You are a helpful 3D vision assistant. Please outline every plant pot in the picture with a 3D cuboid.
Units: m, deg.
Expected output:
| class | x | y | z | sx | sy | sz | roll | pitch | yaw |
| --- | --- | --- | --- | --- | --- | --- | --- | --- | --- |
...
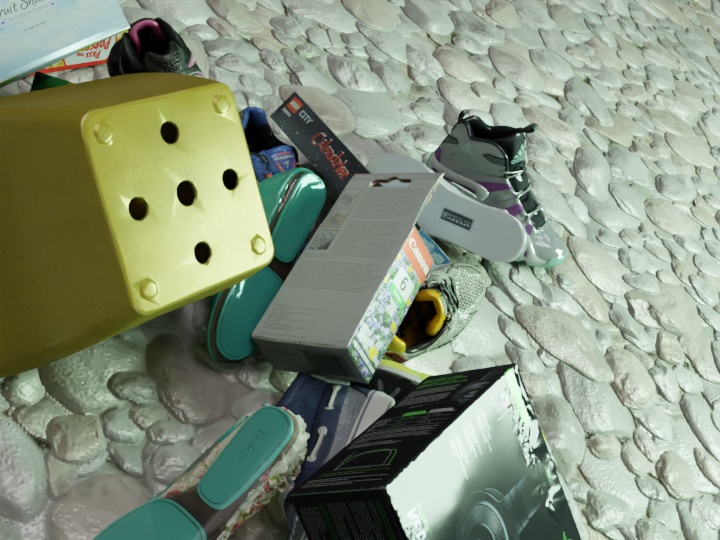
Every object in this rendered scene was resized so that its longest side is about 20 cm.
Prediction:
| class | x | y | z | sx | sy | sz | roll | pitch | yaw |
| --- | --- | --- | --- | --- | --- | --- | --- | --- | --- |
| plant pot | -0.181 | -0.048 | 0.728 | 0.199 | 0.175 | 0.203 | -24 | 103 | -46 |

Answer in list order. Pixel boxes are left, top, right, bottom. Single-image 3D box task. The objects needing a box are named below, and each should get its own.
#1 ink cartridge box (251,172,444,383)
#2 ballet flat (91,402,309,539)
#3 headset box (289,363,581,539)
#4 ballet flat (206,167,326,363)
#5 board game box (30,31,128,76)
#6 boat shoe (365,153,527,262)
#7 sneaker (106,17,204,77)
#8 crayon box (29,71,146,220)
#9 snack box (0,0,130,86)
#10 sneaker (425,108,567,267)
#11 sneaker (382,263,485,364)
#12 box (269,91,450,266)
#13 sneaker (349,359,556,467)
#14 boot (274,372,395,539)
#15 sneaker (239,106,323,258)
| class | x | y | z | sx | sy | sz | roll | pitch | yaw |
| --- | --- | --- | --- | --- | --- | --- | --- | --- | --- |
| ink cartridge box | 0.000 | 0.000 | 0.864 | 0.201 | 0.108 | 0.051 | -59 | 134 | -31 |
| ballet flat | -0.111 | 0.175 | 0.684 | 0.199 | 0.064 | 0.075 | -37 | 54 | -21 |
| headset box | 0.069 | 0.187 | 0.721 | 0.199 | 0.092 | 0.176 | -31 | 102 | -48 |
| ballet flat | -0.095 | -0.004 | 0.886 | 0.067 | 0.070 | 0.202 | 42 | 61 | -36 |
| board game box | -0.361 | -0.268 | 1.015 | 0.199 | 0.047 | 0.152 | -23 | 64 | -45 |
| boat shoe | 0.095 | -0.067 | 1.089 | 0.198 | 0.072 | 0.068 | 25 | 3 | 13 |
| sneaker | -0.184 | -0.192 | 0.887 | 0.080 | 0.087 | 0.200 | -32 | 36 | -18 |
| crayon box | -0.253 | -0.088 | 0.893 | 0.125 | 0.051 | 0.202 | 15 | 42 | -20 |
| snack box | -0.316 | -0.183 | 0.820 | 0.168 | 0.199 | 0.068 | -38 | 114 | -39 |
| sneaker | 0.175 | -0.104 | 1.114 | 0.199 | 0.141 | 0.078 | 37 | 39 | 7 |
| sneaker | 0.063 | 0.044 | 0.923 | 0.199 | 0.082 | 0.079 | -30 | 94 | -45 |
| box | 0.002 | -0.082 | 1.005 | 0.200 | 0.038 | 0.136 | 49 | 5 | 21 |
| sneaker | 0.079 | 0.126 | 0.875 | 0.198 | 0.078 | 0.091 | 28 | 30 | -13 |
| boot | -0.044 | 0.167 | 0.762 | 0.089 | 0.073 | 0.201 | 13 | 41 | 14 |
| sneaker | -0.086 | -0.083 | 0.973 | 0.075 | 0.079 | 0.201 | -15 | 58 | -41 |
